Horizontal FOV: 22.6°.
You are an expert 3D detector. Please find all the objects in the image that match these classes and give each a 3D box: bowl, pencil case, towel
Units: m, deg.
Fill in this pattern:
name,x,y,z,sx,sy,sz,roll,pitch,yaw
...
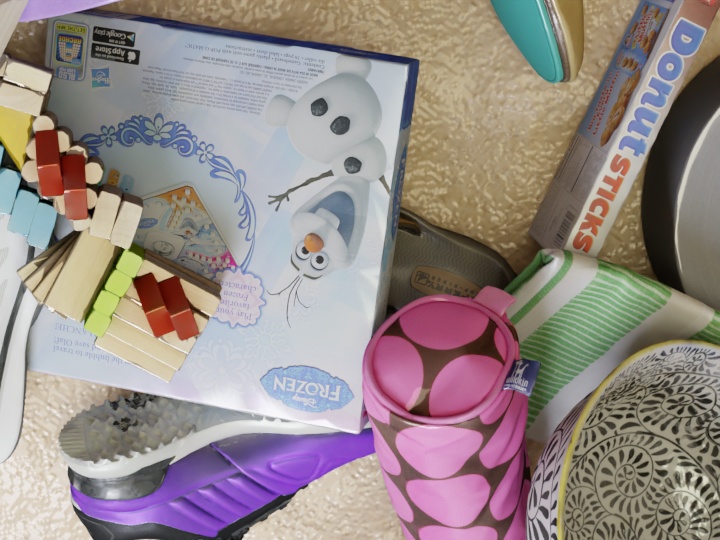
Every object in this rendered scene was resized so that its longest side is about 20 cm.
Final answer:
name,x,y,z,sx,sy,sz,roll,pitch,yaw
bowl,0.157,0.143,0.992,0.199,0.094,0.203,7,78,-33
pencil case,0.059,0.098,0.999,0.090,0.201,0.094,24,60,22
towel,0.152,0.065,1.033,0.199,0.024,0.153,25,134,-18

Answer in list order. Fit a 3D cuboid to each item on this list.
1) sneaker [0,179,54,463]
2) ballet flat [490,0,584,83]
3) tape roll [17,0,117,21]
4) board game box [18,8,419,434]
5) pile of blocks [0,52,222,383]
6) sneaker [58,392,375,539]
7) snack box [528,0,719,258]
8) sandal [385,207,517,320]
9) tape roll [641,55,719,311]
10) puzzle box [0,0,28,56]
name,x,y,z,sx,sy,sz,roll,pitch,yaw
sneaker,-0.228,0.017,0.943,0.075,0.115,0.203,14,104,33
ballet flat,0.083,-0.198,0.978,0.063,0.069,0.201,-37,109,-13
tape roll,-0.089,-0.185,0.881,0.198,0.200,0.066,-19,106,-4
board game box,-0.079,-0.029,0.973,0.198,0.043,0.201,10,102,10
pile of blocks,-0.148,-0.025,0.912,0.082,0.062,0.201,-37,100,-1
sneaker,-0.070,0.115,1.036,0.198,0.070,0.100,-9,120,-11
snack box,0.154,-0.099,1.009,0.024,0.072,0.201,23,100,-12
sandal,0.000,0.000,1.018,0.198,0.055,0.082,19,100,-11
tape roll,0.267,-0.038,1.047,0.198,0.066,0.202,-2,104,-9
puzzle box,-0.248,-0.163,0.873,0.200,0.025,0.133,50,138,7
